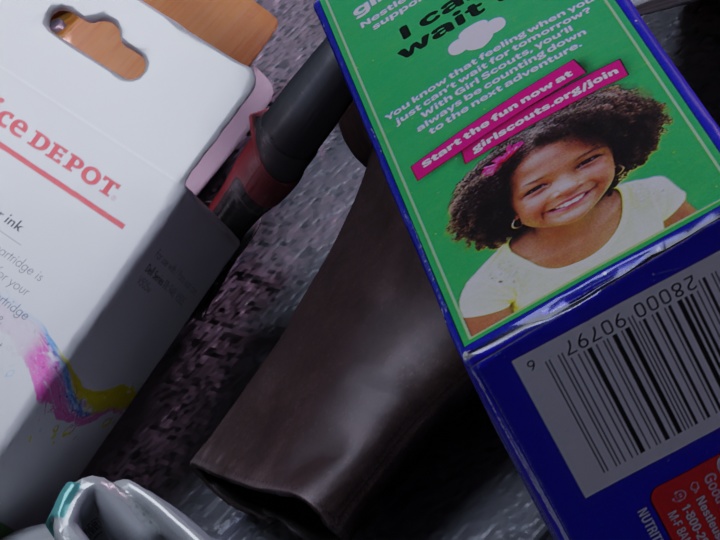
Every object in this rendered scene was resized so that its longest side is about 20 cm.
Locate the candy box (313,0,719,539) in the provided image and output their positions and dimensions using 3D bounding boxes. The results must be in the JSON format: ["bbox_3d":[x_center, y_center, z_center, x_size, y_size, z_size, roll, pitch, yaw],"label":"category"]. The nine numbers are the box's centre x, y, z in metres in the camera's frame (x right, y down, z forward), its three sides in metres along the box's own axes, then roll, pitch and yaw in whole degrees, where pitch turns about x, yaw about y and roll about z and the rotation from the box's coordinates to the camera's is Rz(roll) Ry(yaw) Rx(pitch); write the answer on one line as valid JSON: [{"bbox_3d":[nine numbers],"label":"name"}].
[{"bbox_3d":[0.068,0.020,0.648,0.077,0.169,0.200,-28,29,2],"label":"candy box"}]

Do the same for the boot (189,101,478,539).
[{"bbox_3d":[0.000,0.000,0.850,0.166,0.072,0.200,-46,24,-11],"label":"boot"}]

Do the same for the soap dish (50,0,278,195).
[{"bbox_3d":[-0.140,-0.045,1.014,0.199,0.081,0.157,-24,16,23],"label":"soap dish"}]

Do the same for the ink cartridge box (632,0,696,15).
[{"bbox_3d":[0.085,-0.184,0.868,0.084,0.201,0.144,-17,2,30],"label":"ink cartridge box"}]

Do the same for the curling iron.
[{"bbox_3d":[-0.027,-0.044,0.888,0.200,0.025,0.050,-53,11,47],"label":"curling iron"}]

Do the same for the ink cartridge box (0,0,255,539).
[{"bbox_3d":[-0.122,0.001,0.874,0.117,0.067,0.200,33,83,21],"label":"ink cartridge box"}]

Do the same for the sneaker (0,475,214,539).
[{"bbox_3d":[-0.068,0.091,0.760,0.075,0.089,0.200,-46,29,-20],"label":"sneaker"}]
